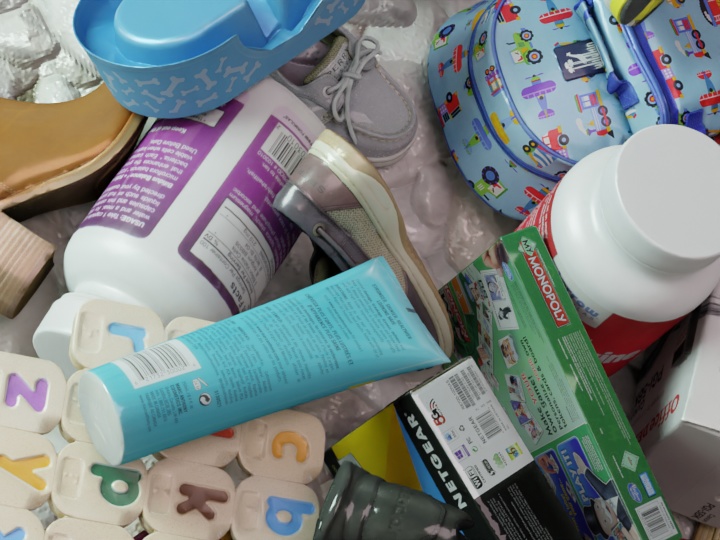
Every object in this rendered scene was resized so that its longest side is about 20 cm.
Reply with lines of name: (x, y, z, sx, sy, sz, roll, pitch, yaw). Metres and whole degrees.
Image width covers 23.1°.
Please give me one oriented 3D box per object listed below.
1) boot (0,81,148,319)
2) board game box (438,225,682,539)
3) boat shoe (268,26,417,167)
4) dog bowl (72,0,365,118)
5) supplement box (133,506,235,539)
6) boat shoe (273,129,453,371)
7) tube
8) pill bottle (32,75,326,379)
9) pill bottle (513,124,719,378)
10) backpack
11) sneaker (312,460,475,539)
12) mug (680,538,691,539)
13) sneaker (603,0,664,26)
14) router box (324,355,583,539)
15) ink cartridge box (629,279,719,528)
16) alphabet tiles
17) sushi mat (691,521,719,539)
boot: (-0.220, -0.085, 1.047, 0.155, 0.077, 0.201, 34, 70, -2)
board game box: (0.110, 0.088, 1.069, 0.029, 0.135, 0.201, -20, 80, -25)
boat shoe: (-0.043, -0.145, 1.132, 0.202, 0.065, 0.075, 42, 62, -3)
dog bowl: (-0.075, -0.160, 1.043, 0.200, 0.050, 0.111, -37, 50, -24)
supplement box: (-0.138, 0.229, 0.938, 0.199, 0.103, 0.131, -32, 85, -27)
boat shoe: (0.000, 0.000, 1.051, 0.065, 0.200, 0.072, -38, 51, -9)
tube: (-0.051, 0.047, 0.940, 0.199, 0.050, 0.078, -18, 66, -28)
pill bottle: (-0.105, -0.015, 1.036, 0.112, 0.112, 0.200, 35, 62, -6)
pill bottle: (0.154, -0.007, 1.080, 0.112, 0.200, 0.113, 7, 65, -15)
backpack: (0.154, -0.129, 1.168, 0.199, 0.135, 0.184, -11, 74, -21)
sneaker: (0.027, 0.181, 0.966, 0.090, 0.200, 0.076, 12, 60, 14)
mug: (0.215, 0.250, 1.014, 0.177, 0.200, 0.133, 44, 63, -2)
sneaker: (0.197, -0.242, 1.111, 0.085, 0.075, 0.200, 39, 59, 8)
router box: (0.069, 0.164, 1.017, 0.051, 0.149, 0.201, -28, 83, -28)
ink cartridge box: (0.239, 0.044, 1.124, 0.082, 0.147, 0.201, 19, 64, -2)
alphabet tiles: (-0.115, 0.117, 0.922, 0.194, 0.015, 0.201, 12, 67, -18)
sushi mat: (0.282, 0.148, 1.184, 0.095, 0.012, 0.201, 30, 63, -10)
